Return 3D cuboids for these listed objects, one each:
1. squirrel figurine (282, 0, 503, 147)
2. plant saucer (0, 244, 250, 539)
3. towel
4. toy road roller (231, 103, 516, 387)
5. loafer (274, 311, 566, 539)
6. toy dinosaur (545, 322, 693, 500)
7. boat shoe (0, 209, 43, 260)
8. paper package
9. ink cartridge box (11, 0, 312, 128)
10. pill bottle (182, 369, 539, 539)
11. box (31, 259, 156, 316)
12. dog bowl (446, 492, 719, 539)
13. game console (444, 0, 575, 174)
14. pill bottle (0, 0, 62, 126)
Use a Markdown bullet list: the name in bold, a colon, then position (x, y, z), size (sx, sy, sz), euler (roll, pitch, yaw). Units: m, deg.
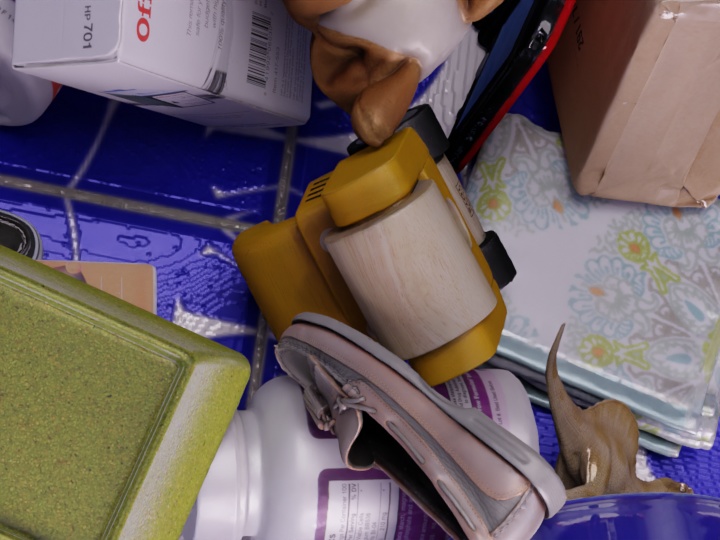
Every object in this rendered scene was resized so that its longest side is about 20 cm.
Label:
- **squirrel figurine**: position (-0.021, -0.195, 1.383), size (0.187, 0.200, 0.142), euler (42, 95, -14)
- **plant saucer**: position (-0.179, 0.084, 1.283), size (0.199, 0.048, 0.200), euler (24, 64, -3)
- **towel**: position (0.149, 0.010, 1.508), size (0.199, 0.048, 0.172), euler (23, 61, -2)
- **toy road roller**: position (0.000, 0.000, 1.381), size (0.145, 0.200, 0.123), euler (-27, 101, 12)
- **loafer**: position (0.018, 0.089, 1.285), size (0.200, 0.072, 0.063), euler (31, 68, 35)
- **toy dinosaur**: position (0.133, 0.117, 1.423), size (0.200, 0.058, 0.101), euler (46, 64, -38)
- **boat shoe**: position (-0.286, -0.016, 1.415), size (0.199, 0.057, 0.069), euler (1, 67, -12)
- **paper package**: position (0.187, -0.176, 1.485), size (0.103, 0.191, 0.201), euler (2, 54, -14)
- **ink cartridge box**: position (-0.111, -0.174, 1.425), size (0.086, 0.200, 0.147), euler (-1, 82, 33)
- **pill bottle**: position (-0.004, 0.115, 1.391), size (0.199, 0.112, 0.113), euler (-1, 67, -13)
- **box**: position (-0.219, 0.081, 1.361), size (0.199, 0.106, 0.153), euler (1, 67, -12)
- **dog bowl**: position (0.133, 0.194, 1.339), size (0.199, 0.200, 0.079), euler (-1, 65, -13)
- **game console**: position (0.066, -0.184, 1.482), size (0.118, 0.200, 0.173), euler (27, 64, -4)
- **pill bottle**: position (-0.196, -0.198, 1.483), size (0.111, 0.112, 0.200), euler (29, 65, 1)
